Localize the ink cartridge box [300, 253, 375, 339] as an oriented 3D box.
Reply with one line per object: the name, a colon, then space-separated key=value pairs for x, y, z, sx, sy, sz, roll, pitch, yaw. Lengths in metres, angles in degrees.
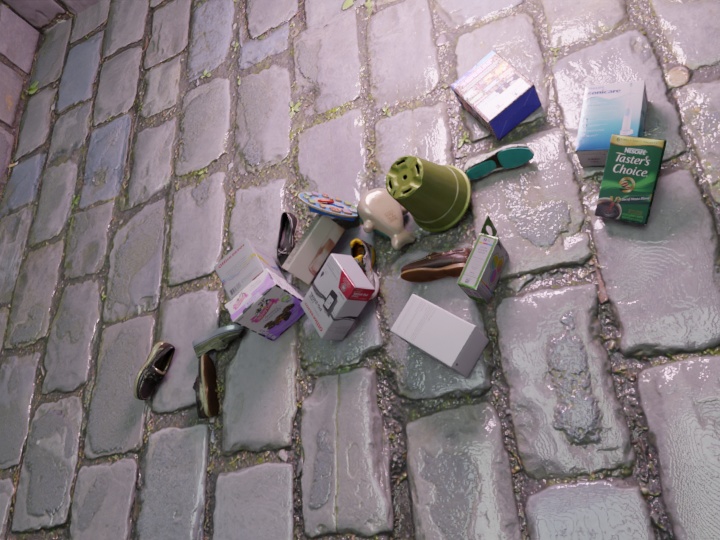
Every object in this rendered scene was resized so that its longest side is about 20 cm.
ink cartridge box: x=-0.067 y=0.076 z=1.715 sx=0.145 sy=0.083 sz=0.200 roll=53 pitch=123 yaw=36

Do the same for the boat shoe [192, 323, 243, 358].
boat shoe: x=-0.444 y=0.222 z=1.928 sx=0.200 sy=0.072 sz=0.062 roll=-25 pitch=75 yaw=27

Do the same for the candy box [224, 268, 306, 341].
candy box: x=-0.265 y=0.104 z=1.789 sx=0.168 sy=0.200 sz=0.072 roll=-40 pitch=54 yaw=8

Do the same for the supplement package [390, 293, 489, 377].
supplement package: x=0.200 y=0.164 z=1.547 sx=0.200 sy=0.117 sz=0.117 roll=29 pitch=83 yaw=36

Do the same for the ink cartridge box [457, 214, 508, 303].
ink cartridge box: x=0.326 y=-0.028 z=1.571 sx=0.059 sy=0.104 sz=0.200 roll=18 pitch=77 yaw=34

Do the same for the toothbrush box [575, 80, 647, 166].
toothbrush box: x=0.642 y=-0.373 z=1.561 sx=0.146 sy=0.085 sz=0.200 roll=3 pitch=71 yaw=31

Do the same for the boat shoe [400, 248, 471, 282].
boat shoe: x=0.206 y=-0.016 z=1.659 sx=0.199 sy=0.070 sz=0.070 roll=-7 pitch=60 yaw=19

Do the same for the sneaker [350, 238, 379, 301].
sneaker: x=0.000 y=0.000 z=1.758 sx=0.078 sy=0.082 sz=0.200 roll=-21 pitch=60 yaw=20

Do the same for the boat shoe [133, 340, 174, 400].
boat shoe: x=-0.668 y=0.327 z=1.986 sx=0.065 sy=0.073 sz=0.200 roll=9 pitch=72 yaw=35

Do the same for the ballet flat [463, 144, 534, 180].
ballet flat: x=0.379 y=-0.313 z=1.699 sx=0.200 sy=0.072 sz=0.072 roll=-15 pitch=61 yaw=23

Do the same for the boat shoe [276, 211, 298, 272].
boat shoe: x=-0.242 y=-0.093 z=1.954 sx=0.067 sy=0.057 sz=0.200 roll=-8 pitch=64 yaw=26

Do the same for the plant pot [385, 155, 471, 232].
plant pot: x=0.169 y=-0.225 z=1.675 sx=0.200 sy=0.190 sz=0.201 roll=-12 pitch=70 yaw=37

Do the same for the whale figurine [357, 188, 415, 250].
whale figurine: x=0.073 y=-0.141 z=1.782 sx=0.159 sy=0.104 sz=0.200 roll=-30 pitch=75 yaw=-23

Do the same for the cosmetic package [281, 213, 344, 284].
cosmetic package: x=-0.143 y=-0.066 z=1.845 sx=0.200 sy=0.087 sz=0.103 roll=-56 pitch=17 yaw=-3

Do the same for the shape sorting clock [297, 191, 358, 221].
shape sorting clock: x=-0.090 y=-0.200 z=1.839 sx=0.200 sy=0.200 sz=0.039 roll=36 pitch=117 yaw=36

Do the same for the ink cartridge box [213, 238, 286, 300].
ink cartridge box: x=-0.328 y=0.032 z=1.891 sx=0.145 sy=0.145 sz=0.200 roll=-40 pitch=55 yaw=8

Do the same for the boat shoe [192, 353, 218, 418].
boat shoe: x=-0.483 y=0.355 z=1.876 sx=0.065 sy=0.073 sz=0.200 roll=-20 pitch=60 yaw=15

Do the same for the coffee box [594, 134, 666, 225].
coffee box: x=0.641 y=-0.218 z=1.460 sx=0.123 sy=0.044 sz=0.201 roll=18 pitch=107 yaw=32

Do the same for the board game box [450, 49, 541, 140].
board game box: x=0.387 y=-0.504 z=1.759 sx=0.159 sy=0.097 sz=0.200 roll=-39 pitch=55 yaw=9
